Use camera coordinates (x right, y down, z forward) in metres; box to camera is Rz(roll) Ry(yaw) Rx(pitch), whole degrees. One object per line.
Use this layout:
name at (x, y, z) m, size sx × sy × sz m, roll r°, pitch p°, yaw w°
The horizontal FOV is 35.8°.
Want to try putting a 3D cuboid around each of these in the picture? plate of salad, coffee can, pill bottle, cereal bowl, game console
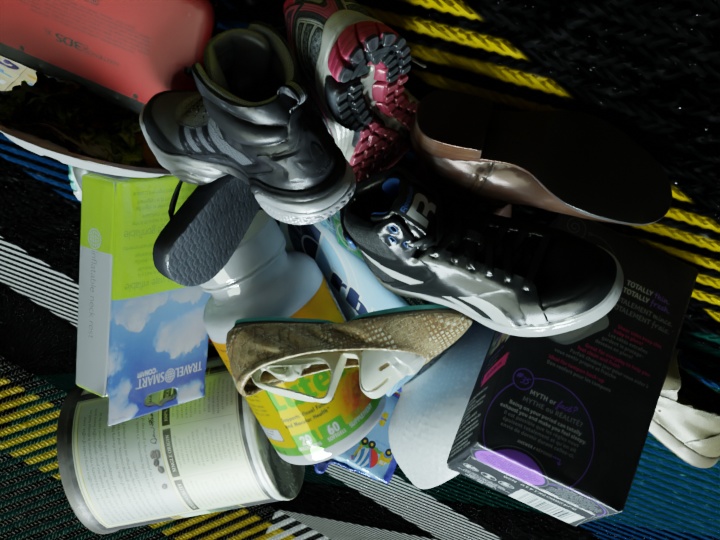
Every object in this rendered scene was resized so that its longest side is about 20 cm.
plate of salad at (-0.218, -0.123, 0.910) m, size 0.197 × 0.049 × 0.200 m, roll 16°, pitch -163°, yaw -5°
coffee can at (-0.168, 0.163, 1.073) m, size 0.197 × 0.148 × 0.147 m, roll -12°, pitch 149°, yaw 14°
pill bottle at (-0.067, 0.055, 0.956) m, size 0.110 × 0.111 × 0.202 m, roll -1°, pitch 124°, yaw 50°
cereal bowl at (0.098, 0.108, 1.055) m, size 0.083 × 0.200 × 0.200 m, roll 47°, pitch 158°, yaw -2°
game console at (-0.193, -0.195, 0.881) m, size 0.197 × 0.119 × 0.174 m, roll 22°, pitch 129°, yaw 5°

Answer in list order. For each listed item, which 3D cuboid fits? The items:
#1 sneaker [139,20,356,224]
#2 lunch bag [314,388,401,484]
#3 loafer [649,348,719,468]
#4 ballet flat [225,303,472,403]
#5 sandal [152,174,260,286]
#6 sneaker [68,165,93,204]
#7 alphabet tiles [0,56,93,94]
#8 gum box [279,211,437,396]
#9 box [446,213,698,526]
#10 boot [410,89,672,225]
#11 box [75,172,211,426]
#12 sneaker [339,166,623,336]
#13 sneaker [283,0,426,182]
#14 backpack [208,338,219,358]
sneaker at (-0.088, -0.112, 0.740) m, size 0.199 × 0.075 × 0.115 m, roll 27°, pitch 147°, yaw 38°
lunch bag at (-0.009, 0.118, 1.173) m, size 0.149 × 0.202 × 0.094 m, roll 24°, pitch 161°, yaw 0°
loafer at (0.254, 0.092, 0.995) m, size 0.199 × 0.076 × 0.068 m, roll 35°, pitch 122°, yaw -3°
ballet flat at (-0.010, 0.067, 0.846) m, size 0.197 × 0.066 × 0.070 m, roll -7°, pitch 160°, yaw 21°
sandal at (-0.102, -0.062, 0.838) m, size 0.042 × 0.201 × 0.077 m, roll 17°, pitch 135°, yaw 15°
sneaker at (-0.210, -0.084, 1.114) m, size 0.090 × 0.079 × 0.200 m, roll -3°, pitch 160°, yaw 24°
alphabet tiles at (-0.289, -0.165, 1.040) m, size 0.198 × 0.006 × 0.166 m, roll 27°, pitch 166°, yaw -25°
gum box at (0.000, 0.000, 0.952) m, size 0.170 × 0.044 × 0.201 m, roll 48°, pitch 156°, yaw 13°
box at (0.162, 0.077, 0.864) m, size 0.121 × 0.202 × 0.106 m, roll 25°, pitch 161°, yaw 0°
boot at (0.116, -0.051, 0.815) m, size 0.184 × 0.065 × 0.200 m, roll 23°, pitch 163°, yaw 7°
box at (-0.179, 0.017, 0.945) m, size 0.047 × 0.204 × 0.121 m, roll 15°, pitch -164°, yaw 34°
sneaker at (0.069, -0.016, 0.749) m, size 0.197 × 0.074 × 0.112 m, roll 8°, pitch 157°, yaw 34°
sneaker at (-0.004, -0.123, 0.769) m, size 0.075 × 0.080 × 0.201 m, roll 47°, pitch 166°, yaw 21°
backpack at (-0.151, 0.020, 1.105) m, size 0.198 × 0.137 × 0.182 m, roll -18°, pitch 161°, yaw 31°
